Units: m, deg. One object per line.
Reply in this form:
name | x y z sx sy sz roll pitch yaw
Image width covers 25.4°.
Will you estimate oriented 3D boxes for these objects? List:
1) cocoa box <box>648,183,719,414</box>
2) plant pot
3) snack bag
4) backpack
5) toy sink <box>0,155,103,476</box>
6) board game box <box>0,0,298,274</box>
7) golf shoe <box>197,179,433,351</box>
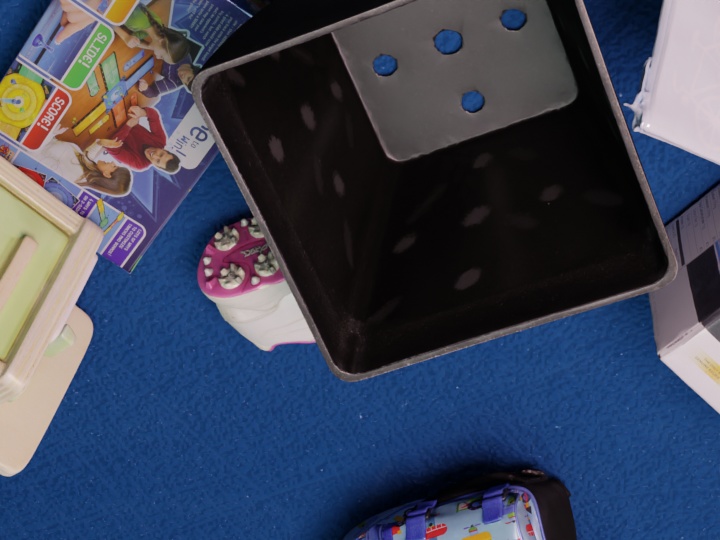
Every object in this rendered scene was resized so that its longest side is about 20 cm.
cocoa box | 0.287 0.039 0.970 0.200 0.134 0.131 40 116 -19
plant pot | 0.046 -0.090 0.886 0.198 0.178 0.201 -18 118 15
snack bag | 0.240 -0.127 0.845 0.199 0.190 0.021 21 163 -21
backpack | 0.053 0.241 1.091 0.198 0.134 0.184 -14 80 21
toy sink | -0.240 0.013 0.976 0.200 0.131 0.112 40 141 -22
board game box | -0.144 -0.107 0.974 0.135 0.035 0.200 33 119 -15
golf shoe | 0.000 0.000 1.017 0.198 0.076 0.092 -9 136 13
